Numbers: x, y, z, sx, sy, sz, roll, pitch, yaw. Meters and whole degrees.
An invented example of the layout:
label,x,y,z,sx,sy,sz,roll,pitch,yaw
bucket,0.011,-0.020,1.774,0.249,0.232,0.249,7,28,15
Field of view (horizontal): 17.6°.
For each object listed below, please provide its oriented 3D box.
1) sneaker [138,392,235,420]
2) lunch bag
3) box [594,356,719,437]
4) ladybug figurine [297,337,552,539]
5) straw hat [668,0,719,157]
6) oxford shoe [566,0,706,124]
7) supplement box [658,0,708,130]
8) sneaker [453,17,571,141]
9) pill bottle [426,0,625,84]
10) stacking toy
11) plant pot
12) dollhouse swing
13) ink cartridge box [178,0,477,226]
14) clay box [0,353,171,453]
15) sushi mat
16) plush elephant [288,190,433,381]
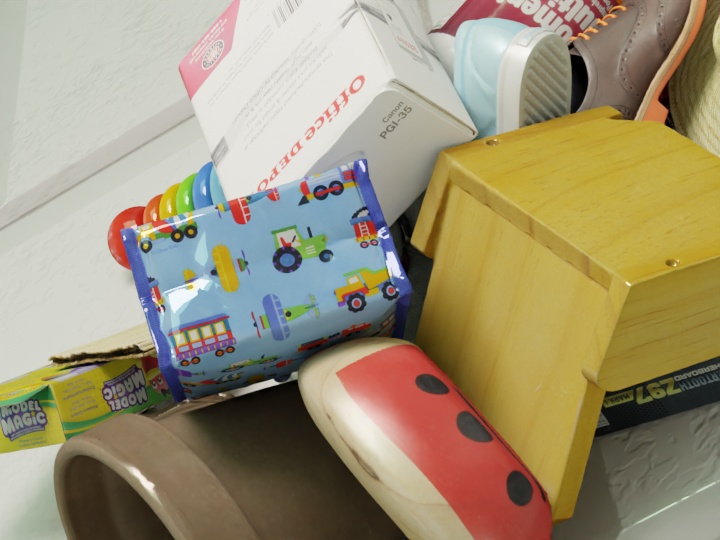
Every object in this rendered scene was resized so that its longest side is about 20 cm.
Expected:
label,x,y,z,sx,sy,sz,roll,pitch,yaw
sneaker,-0.102,0.109,1.616,0.200,0.071,0.076,-10,35,37
lunch bag,-0.051,0.031,1.410,0.150,0.200,0.094,-17,69,-5
box,0.205,0.017,1.437,0.200,0.051,0.158,-19,34,30
ladybug figurine,0.043,0.108,1.316,0.072,0.136,0.200,-43,61,3
straw hat,0.273,-0.140,1.475,0.201,0.085,0.201,-13,62,26
oxford shoe,0.176,-0.152,1.534,0.071,0.072,0.200,140,151,-70
supplement box,0.219,-0.122,1.612,0.200,0.061,0.109,-27,32,19
sneaker,0.086,-0.070,1.497,0.082,0.200,0.074,25,29,37
pill bottle,0.104,-0.146,1.597,0.200,0.110,0.110,-49,31,-16
stacking toy,-0.127,-0.050,1.867,0.200,0.085,0.085,-19,33,36
plant pot,-0.064,0.151,1.422,0.174,0.201,0.200,-31,24,-28
dollhouse swing,0.139,0.031,1.391,0.181,0.176,0.200,-16,31,-26
ink cartridge box,-0.026,-0.110,1.489,0.147,0.083,0.200,-46,38,20
clay box,-0.210,0.091,1.684,0.115,0.048,0.200,-12,7,38
sushi mat,-0.131,0.038,1.702,0.096,0.012,0.200,-9,8,35
plush elephant,0.000,0.000,1.573,0.165,0.155,0.200,-43,29,-10
